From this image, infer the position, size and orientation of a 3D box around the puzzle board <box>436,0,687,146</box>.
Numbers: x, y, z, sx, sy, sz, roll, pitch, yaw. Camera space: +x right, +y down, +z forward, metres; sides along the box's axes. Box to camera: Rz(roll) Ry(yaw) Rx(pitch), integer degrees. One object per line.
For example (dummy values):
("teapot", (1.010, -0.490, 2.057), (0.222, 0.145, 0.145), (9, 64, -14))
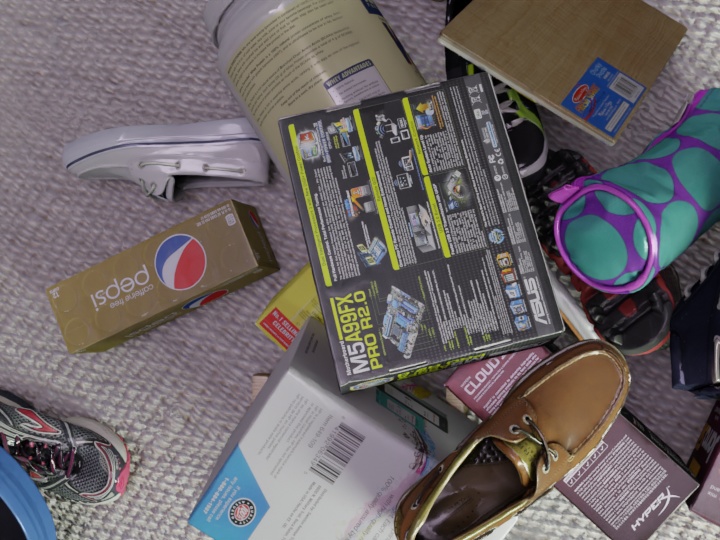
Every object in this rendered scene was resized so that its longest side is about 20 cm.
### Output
("puzzle board", (0.164, -0.184, 0.757), (0.150, 0.200, 0.017), (34, 139, 7))

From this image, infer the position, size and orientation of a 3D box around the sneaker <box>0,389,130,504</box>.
("sneaker", (-0.309, 0.170, 0.899), (0.199, 0.075, 0.081), (15, 91, 13))

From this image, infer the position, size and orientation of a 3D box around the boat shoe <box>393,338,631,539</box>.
("boat shoe", (0.108, 0.124, 0.639), (0.200, 0.068, 0.072), (-44, 84, -3))

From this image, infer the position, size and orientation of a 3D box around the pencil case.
("pencil case", (0.229, -0.065, 0.715), (0.200, 0.085, 0.093), (-34, 89, -35))

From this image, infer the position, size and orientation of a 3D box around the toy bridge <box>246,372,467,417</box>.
("toy bridge", (-0.006, 0.128, 0.851), (0.199, 0.027, 0.068), (1, 89, 13))

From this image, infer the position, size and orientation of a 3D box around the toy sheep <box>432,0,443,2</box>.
("toy sheep", (0.087, -0.316, 0.796), (0.137, 0.138, 0.201), (15, 74, 14))

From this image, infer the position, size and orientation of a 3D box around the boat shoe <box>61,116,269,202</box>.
("boat shoe", (-0.179, -0.095, 0.880), (0.199, 0.074, 0.067), (-7, 83, 12))

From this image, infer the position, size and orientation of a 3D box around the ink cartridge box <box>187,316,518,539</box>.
("ink cartridge box", (-0.002, 0.164, 0.756), (0.200, 0.146, 0.147), (33, 102, -4))

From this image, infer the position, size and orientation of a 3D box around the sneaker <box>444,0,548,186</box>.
("sneaker", (0.096, -0.153, 0.774), (0.071, 0.083, 0.201), (-19, 53, 10))

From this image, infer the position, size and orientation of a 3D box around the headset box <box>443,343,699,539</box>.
("headset box", (0.155, 0.112, 0.750), (0.200, 0.149, 0.077), (41, 96, 11))

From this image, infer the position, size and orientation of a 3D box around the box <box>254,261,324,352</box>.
("box", (0.000, 0.000, 0.800), (0.075, 0.050, 0.200), (44, 122, -6))

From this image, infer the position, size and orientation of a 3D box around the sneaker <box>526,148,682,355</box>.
("sneaker", (0.202, -0.013, 0.787), (0.071, 0.098, 0.201), (-39, 55, 23))

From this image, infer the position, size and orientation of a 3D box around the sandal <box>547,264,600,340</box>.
("sandal", (0.123, 0.001, 0.800), (0.059, 0.079, 0.207), (-37, 82, 7))

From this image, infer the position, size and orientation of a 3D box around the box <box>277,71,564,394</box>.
("box", (0.039, -0.029, 0.684), (0.160, 0.044, 0.201), (-14, 76, -2))

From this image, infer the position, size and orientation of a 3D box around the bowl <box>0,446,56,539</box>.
("bowl", (-0.366, 0.220, 0.883), (0.200, 0.039, 0.201), (12, 121, 21))

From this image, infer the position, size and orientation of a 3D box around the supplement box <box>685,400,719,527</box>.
("supplement box", (0.325, 0.103, 0.729), (0.085, 0.110, 0.201), (25, 93, 13))

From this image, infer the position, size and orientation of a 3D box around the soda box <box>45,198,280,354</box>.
("soda box", (-0.181, 0.009, 0.881), (0.199, 0.064, 0.068), (-25, 82, 12))

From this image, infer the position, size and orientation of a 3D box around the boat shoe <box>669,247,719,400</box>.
("boat shoe", (0.268, 0.000, 0.681), (0.093, 0.075, 0.201), (-14, 58, 51))

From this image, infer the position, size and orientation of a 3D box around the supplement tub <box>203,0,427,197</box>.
("supplement tub", (-0.031, -0.159, 0.811), (0.145, 0.145, 0.200), (-33, 80, 10))
